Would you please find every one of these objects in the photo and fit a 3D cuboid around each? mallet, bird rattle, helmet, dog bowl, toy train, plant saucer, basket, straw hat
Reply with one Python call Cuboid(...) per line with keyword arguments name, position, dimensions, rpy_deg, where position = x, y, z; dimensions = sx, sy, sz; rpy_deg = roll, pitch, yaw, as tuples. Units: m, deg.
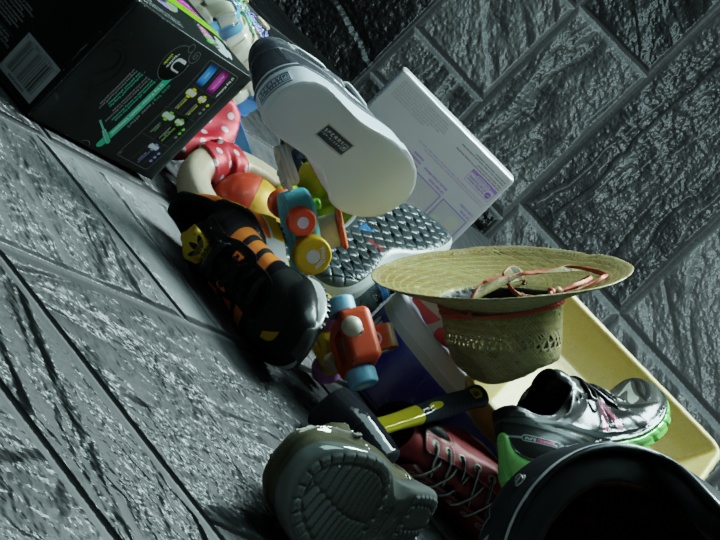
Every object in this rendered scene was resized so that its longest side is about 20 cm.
Cuboid(name="mallet", position=(0.043, 0.114, 1.642), dimensions=(0.199, 0.041, 0.066), rpy_deg=(-2, 49, -52))
Cuboid(name="bird rattle", position=(-0.093, -0.068, 1.880), dimensions=(0.200, 0.113, 0.163), rpy_deg=(41, 25, -13))
Cuboid(name="helmet", position=(0.172, 0.211, 1.506), dimensions=(0.190, 0.201, 0.200), rpy_deg=(31, -3, 36))
Cuboid(name="dog bowl", position=(0.078, 0.112, 1.918), dimensions=(0.200, 0.079, 0.200), rpy_deg=(45, 8, -8))
Cuboid(name="toy train", position=(-0.016, 0.005, 1.701), dimensions=(0.150, 0.055, 0.201), rpy_deg=(109, -34, -65))
Cuboid(name="plant saucer", position=(0.179, 0.129, 1.822), dimensions=(0.200, 0.048, 0.200), rpy_deg=(46, 36, 3))
Cuboid(name="basket", position=(-0.140, -0.170, 2.024), dimensions=(0.177, 0.138, 0.201), rpy_deg=(55, -16, 44))
Cuboid(name="straw hat", position=(0.108, 0.041, 1.719), dimensions=(0.201, 0.200, 0.086), rpy_deg=(-97, -176, -78))

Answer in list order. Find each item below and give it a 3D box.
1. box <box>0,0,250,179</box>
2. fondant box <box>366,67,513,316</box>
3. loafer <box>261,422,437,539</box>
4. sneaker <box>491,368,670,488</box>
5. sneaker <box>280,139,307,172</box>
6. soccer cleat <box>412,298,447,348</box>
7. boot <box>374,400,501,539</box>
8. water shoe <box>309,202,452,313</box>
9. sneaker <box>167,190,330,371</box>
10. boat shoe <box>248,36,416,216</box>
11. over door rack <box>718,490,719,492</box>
Cuboid(name="box", position=(-0.204, -0.181, 1.745), dimensions=(0.149, 0.124, 0.200), rpy_deg=(50, 10, 24))
Cuboid(name="fondant box", position=(0.021, -0.066, 2.072), dimensions=(0.144, 0.200, 0.058), rpy_deg=(45, 6, -7))
Cuboid(name="loafer", position=(-0.018, 0.131, 1.364), dimensions=(0.070, 0.075, 0.200), rpy_deg=(36, -2, 24))
Cuboid(name="sneaker", position=(0.170, 0.109, 1.716), dimensions=(0.200, 0.076, 0.084), rpy_deg=(-18, 89, -52))
Cuboid(name="sneaker", position=(-0.027, -0.053, 1.997), dimensions=(0.082, 0.070, 0.201), rpy_deg=(-72, 147, -73))
Cuboid(name="soccer cleat", position=(0.084, 0.024, 1.885), dimensions=(0.076, 0.067, 0.200), rpy_deg=(41, 11, -2))
Cuboid(name="boot", position=(0.091, 0.177, 1.700), dimensions=(0.200, 0.073, 0.144), rpy_deg=(42, 4, 36))
Cuboid(name="water shoe", position=(0.000, 0.000, 1.869), dimensions=(0.071, 0.079, 0.200), rpy_deg=(41, 32, 18))
Cuboid(name="sneaker", position=(-0.091, 0.004, 1.653), dimensions=(0.090, 0.070, 0.200), rpy_deg=(25, 17, -28))
Cuboid(name="boat shoe", position=(-0.024, -0.109, 1.688), dimensions=(0.200, 0.072, 0.068), rpy_deg=(38, 22, -51))
Cuboid(name="over door rack", position=(0.243, 0.247, 1.617), dimensions=(0.066, 0.147, 0.201), rpy_deg=(-2, 74, -60))
